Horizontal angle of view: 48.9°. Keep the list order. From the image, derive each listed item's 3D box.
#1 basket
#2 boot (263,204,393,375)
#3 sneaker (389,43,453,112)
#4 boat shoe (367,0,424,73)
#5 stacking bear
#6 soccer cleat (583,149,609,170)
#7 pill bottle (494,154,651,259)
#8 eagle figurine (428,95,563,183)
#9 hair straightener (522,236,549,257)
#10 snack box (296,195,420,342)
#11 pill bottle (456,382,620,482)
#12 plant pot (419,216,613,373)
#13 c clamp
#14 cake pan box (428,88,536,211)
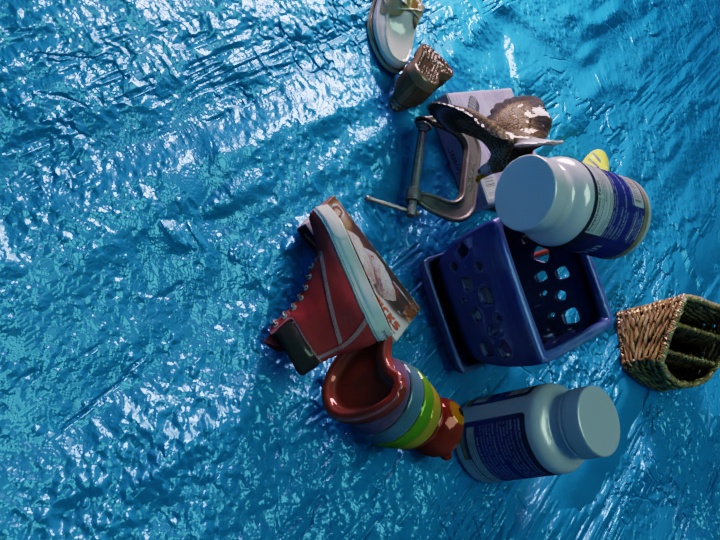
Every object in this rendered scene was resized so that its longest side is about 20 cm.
[{"bbox_3d":[0.585,0.139,1.437,0.200,0.149,0.143,17,63,-37],"label":"basket"},{"bbox_3d":[-0.062,0.021,0.946,0.072,0.144,0.200,61,6,-58],"label":"boot"},{"bbox_3d":[0.087,-0.297,1.225,0.070,0.076,0.200,47,26,-4],"label":"sneaker"},{"bbox_3d":[0.059,-0.406,1.233,0.075,0.068,0.200,14,65,-37],"label":"boat shoe"},{"bbox_3d":[0.056,0.172,0.982,0.200,0.114,0.122,37,25,-39],"label":"stacking bear"},{"bbox_3d":[0.442,-0.159,1.469,0.065,0.084,0.200,45,49,-19],"label":"soccer cleat"},{"bbox_3d":[0.273,-0.082,1.017,0.200,0.116,0.116,9,68,-39],"label":"pill bottle"},{"bbox_3d":[0.200,-0.186,1.125,0.152,0.151,0.200,29,37,-60],"label":"eagle figurine"},{"bbox_3d":[0.314,-0.065,1.347,0.200,0.041,0.077,-14,83,-44],"label":"hair straightener"},{"bbox_3d":[0.000,0.000,1.053,0.200,0.024,0.072,52,50,-13],"label":"snack box"},{"bbox_3d":[0.235,0.215,1.058,0.120,0.200,0.120,16,64,-36],"label":"pill bottle"},{"bbox_3d":[0.210,0.031,1.122,0.200,0.180,0.200,-16,84,-44],"label":"plant pot"},{"bbox_3d":[0.107,-0.155,1.172,0.171,0.027,0.200,24,62,-16],"label":"c clamp"},{"bbox_3d":[0.217,-0.199,1.308,0.184,0.052,0.200,-19,87,-42],"label":"cake pan box"}]
